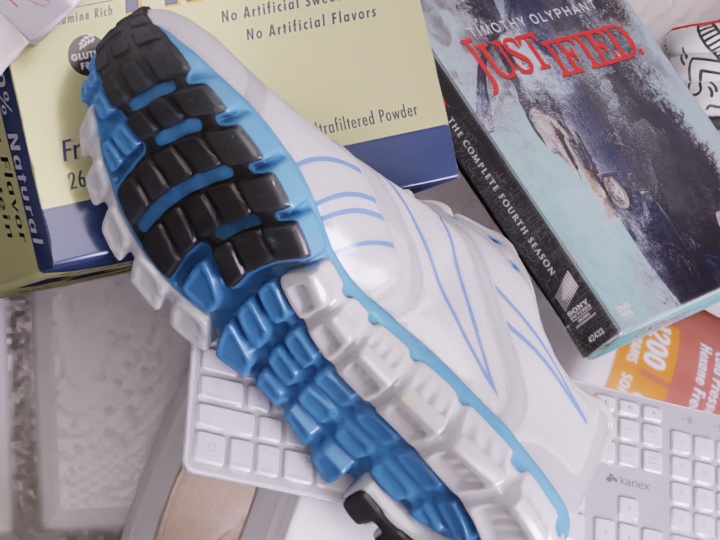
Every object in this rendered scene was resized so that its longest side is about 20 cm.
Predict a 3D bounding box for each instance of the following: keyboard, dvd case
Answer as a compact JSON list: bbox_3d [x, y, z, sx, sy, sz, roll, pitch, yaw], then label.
[{"bbox_3d":[0.039,0.054,0.797,0.199,0.011,0.057,14,58,-22],"label":"keyboard"},{"bbox_3d":[0.067,-0.069,0.947,0.146,0.022,0.201,-17,70,-54],"label":"dvd case"}]

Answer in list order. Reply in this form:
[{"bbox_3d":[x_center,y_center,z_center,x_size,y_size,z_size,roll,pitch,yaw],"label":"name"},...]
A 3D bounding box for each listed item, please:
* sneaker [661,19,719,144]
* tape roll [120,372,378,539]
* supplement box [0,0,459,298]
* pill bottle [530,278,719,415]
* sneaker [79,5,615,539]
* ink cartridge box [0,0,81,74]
[{"bbox_3d":[0.212,-0.068,1.042,0.200,0.067,0.109,-9,91,-17],"label":"sneaker"},{"bbox_3d":[-0.022,0.092,0.875,0.070,0.202,0.204,22,79,-17],"label":"tape roll"},{"bbox_3d":[-0.081,-0.102,0.870,0.133,0.200,0.201,-13,90,-19],"label":"supplement box"},{"bbox_3d":[0.139,0.084,0.979,0.199,0.112,0.113,27,77,-15],"label":"pill bottle"},{"bbox_3d":[0.000,0.000,0.761,0.200,0.075,0.087,52,48,-10],"label":"sneaker"},{"bbox_3d":[-0.089,-0.147,0.729,0.115,0.068,0.200,43,75,-10],"label":"ink cartridge box"}]
